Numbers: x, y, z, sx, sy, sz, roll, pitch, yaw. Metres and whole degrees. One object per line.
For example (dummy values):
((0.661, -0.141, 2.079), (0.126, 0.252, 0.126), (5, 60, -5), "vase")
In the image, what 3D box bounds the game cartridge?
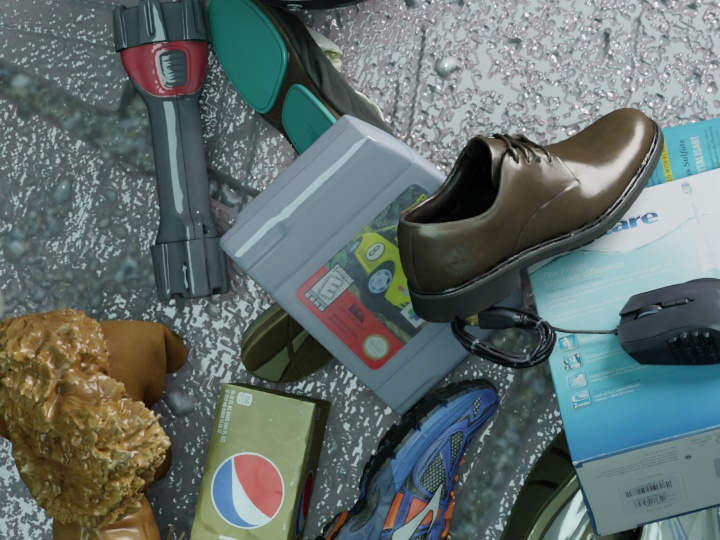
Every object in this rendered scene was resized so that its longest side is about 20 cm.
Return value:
((0.017, -0.004, 1.307), (0.133, 0.200, 0.041), (-45, 38, 2), "game cartridge")

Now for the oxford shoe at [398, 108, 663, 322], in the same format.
((0.107, -0.053, 1.256), (0.199, 0.072, 0.085), (-34, 122, -23), "oxford shoe")

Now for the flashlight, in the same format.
((-0.126, -0.082, 1.383), (0.067, 0.067, 0.202), (-6, 91, 33), "flashlight")

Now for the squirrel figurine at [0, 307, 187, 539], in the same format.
((-0.179, 0.128, 1.307), (0.140, 0.200, 0.189), (-9, 74, 0), "squirrel figurine")

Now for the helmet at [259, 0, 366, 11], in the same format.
((-0.019, -0.265, 1.312), (0.198, 0.191, 0.202), (11, 59, -19), "helmet")

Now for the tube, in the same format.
((0.184, -0.060, 1.350), (0.198, 0.050, 0.078), (-14, 78, 12), "tube")

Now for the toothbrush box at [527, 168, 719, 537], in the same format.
((0.190, 0.047, 1.271), (0.145, 0.086, 0.201), (-16, 48, 6), "toothbrush box")

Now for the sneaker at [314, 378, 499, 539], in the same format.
((0.033, 0.159, 1.349), (0.078, 0.075, 0.201), (35, 90, -8), "sneaker")

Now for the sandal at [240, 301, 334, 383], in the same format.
((0.000, 0.000, 1.362), (0.199, 0.080, 0.054), (-35, 41, 8), "sandal")

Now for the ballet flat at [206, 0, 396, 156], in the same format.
((-0.035, -0.119, 1.360), (0.201, 0.068, 0.068), (55, 130, 36), "ballet flat")

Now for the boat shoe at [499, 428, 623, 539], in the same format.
((0.136, 0.173, 1.335), (0.068, 0.075, 0.201), (33, 90, -12), "boat shoe")

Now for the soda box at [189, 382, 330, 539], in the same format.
((-0.076, 0.179, 1.360), (0.067, 0.064, 0.202), (11, 89, 9), "soda box")

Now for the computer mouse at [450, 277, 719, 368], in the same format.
((0.147, 0.028, 1.223), (0.198, 0.034, 0.059), (-3, 51, 18), "computer mouse")

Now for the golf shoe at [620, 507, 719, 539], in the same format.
((0.200, 0.203, 1.303), (0.096, 0.078, 0.202), (-5, 93, -6), "golf shoe")
